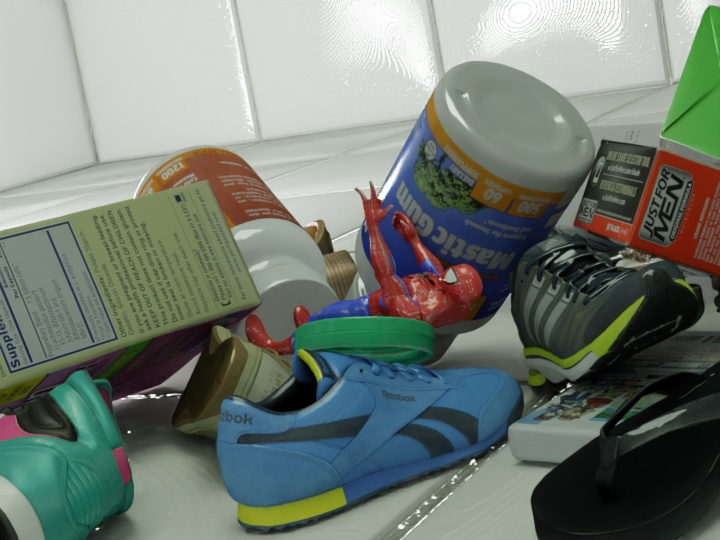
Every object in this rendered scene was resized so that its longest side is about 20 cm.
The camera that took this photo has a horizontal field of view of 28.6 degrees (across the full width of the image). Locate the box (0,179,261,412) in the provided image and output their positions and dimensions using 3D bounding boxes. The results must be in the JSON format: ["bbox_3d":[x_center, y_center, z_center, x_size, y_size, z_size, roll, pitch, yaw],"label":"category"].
[{"bbox_3d":[-0.200,0.037,0.957,0.199,0.097,0.176,-17,-12,-38],"label":"box"}]

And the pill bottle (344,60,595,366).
[{"bbox_3d":[0.062,-0.029,0.937,0.111,0.201,0.112,17,40,-15],"label":"pill bottle"}]

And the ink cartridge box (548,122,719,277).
[{"bbox_3d":[0.199,-0.052,1.091,0.146,0.086,0.199,18,-7,-36],"label":"ink cartridge box"}]

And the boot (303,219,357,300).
[{"bbox_3d":[-0.089,0.019,1.227,0.154,0.077,0.200,-16,18,-9],"label":"boot"}]

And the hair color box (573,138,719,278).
[{"bbox_3d":[0.239,-0.019,0.843,0.199,0.062,0.102,18,5,-11],"label":"hair color box"}]

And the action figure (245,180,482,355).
[{"bbox_3d":[0.000,0.000,0.882,0.065,0.100,0.199,-12,0,-40],"label":"action figure"}]

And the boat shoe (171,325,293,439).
[{"bbox_3d":[-0.073,0.078,0.885,0.065,0.073,0.200,24,-9,-11],"label":"boat shoe"}]

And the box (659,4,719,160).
[{"bbox_3d":[0.320,-0.084,0.867,0.176,0.097,0.200,15,11,-27],"label":"box"}]

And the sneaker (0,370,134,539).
[{"bbox_3d":[-0.193,0.101,0.787,0.120,0.084,0.199,-25,25,-38],"label":"sneaker"}]

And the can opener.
[{"bbox_3d":[0.181,0.012,1.004,0.052,0.067,0.200,-10,1,-9],"label":"can opener"}]

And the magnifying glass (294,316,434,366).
[{"bbox_3d":[-0.007,0.055,0.854,0.079,0.023,0.200,1,-11,-9],"label":"magnifying glass"}]

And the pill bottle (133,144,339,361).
[{"bbox_3d":[-0.094,-0.007,1.076,0.112,0.113,0.200,-14,35,-22],"label":"pill bottle"}]

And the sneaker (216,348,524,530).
[{"bbox_3d":[0.011,0.073,0.768,0.199,0.079,0.066,-16,9,-35],"label":"sneaker"}]

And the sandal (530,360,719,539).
[{"bbox_3d":[0.152,0.066,0.653,0.200,0.043,0.076,-31,23,-26],"label":"sandal"}]

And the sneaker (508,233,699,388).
[{"bbox_3d":[0.126,0.018,0.817,0.074,0.081,0.200,-25,-4,-16],"label":"sneaker"}]

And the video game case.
[{"bbox_3d":[0.209,0.068,0.749,0.199,0.022,0.182,-1,14,41],"label":"video game case"}]

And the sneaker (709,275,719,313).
[{"bbox_3d":[0.307,-0.013,0.967,0.090,0.067,0.200,-6,9,37],"label":"sneaker"}]
